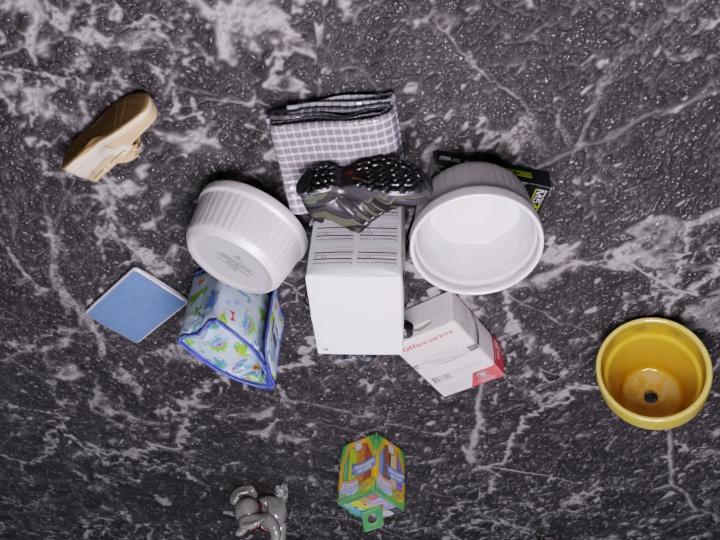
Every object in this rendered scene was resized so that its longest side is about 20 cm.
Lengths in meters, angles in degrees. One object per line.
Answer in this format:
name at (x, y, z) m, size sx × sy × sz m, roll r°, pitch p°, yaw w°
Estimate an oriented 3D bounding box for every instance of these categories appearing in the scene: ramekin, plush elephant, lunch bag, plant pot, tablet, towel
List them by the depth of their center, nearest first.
towel at (-0.034, -0.172, 1.016) m, size 0.196 × 0.086 × 0.167 m, roll -5°, pitch 135°, yaw 10°
ramekin at (0.172, -0.069, 1.028) m, size 0.196 × 0.106 × 0.202 m, roll 2°, pitch 134°, yaw 2°
ramekin at (-0.192, -0.046, 1.105) m, size 0.199 × 0.095 × 0.203 m, roll 19°, pitch 150°, yaw 11°
lunch bag at (-0.216, 0.100, 1.241) m, size 0.126 × 0.172 × 0.200 m, roll -24°, pitch 129°, yaw 25°
plant pot at (0.565, 0.220, 1.309) m, size 0.198 × 0.204 × 0.189 m, roll -12°, pitch 148°, yaw 17°
tablet at (-0.450, 0.072, 1.354) m, size 0.130 × 0.014 × 0.199 m, roll 36°, pitch 127°, yaw -28°
plush elephant at (-0.285, 0.684, 1.876) m, size 0.152 × 0.165 × 0.203 m, roll 2°, pitch 109°, yaw -17°

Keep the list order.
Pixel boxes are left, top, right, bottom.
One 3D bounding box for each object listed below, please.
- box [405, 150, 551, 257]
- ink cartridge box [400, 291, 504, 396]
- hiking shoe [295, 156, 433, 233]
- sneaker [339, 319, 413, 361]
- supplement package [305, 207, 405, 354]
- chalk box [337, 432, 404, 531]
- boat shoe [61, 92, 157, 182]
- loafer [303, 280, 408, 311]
box at (0.187, -0.090, 1.113) m, size 0.190 × 0.048 × 0.202 m, roll 8°, pitch 135°, yaw -7°
ink cartridge box at (0.172, 0.147, 1.330) m, size 0.145 × 0.084 × 0.200 m, roll -24°, pitch 129°, yaw 27°
hiking shoe at (0.010, -0.105, 0.983) m, size 0.196 × 0.077 × 0.101 m, roll 2°, pitch 143°, yaw 14°
sneaker at (0.027, 0.131, 1.285) m, size 0.073 × 0.082 × 0.199 m, roll 8°, pitch 167°, yaw -38°
supplement package at (0.000, 0.000, 1.108) m, size 0.144 × 0.202 × 0.193 m, roll 0°, pitch 137°, yaw 5°
chalk box at (0.027, 0.527, 1.651) m, size 0.124 × 0.202 × 0.124 m, roll -28°, pitch 128°, yaw 30°
boat shoe at (-0.371, -0.199, 1.033) m, size 0.198 × 0.075 × 0.069 m, roll -24°, pitch 142°, yaw 28°
loafer at (-0.007, 0.041, 1.259) m, size 0.196 × 0.072 × 0.064 m, roll 3°, pitch 117°, yaw -8°
